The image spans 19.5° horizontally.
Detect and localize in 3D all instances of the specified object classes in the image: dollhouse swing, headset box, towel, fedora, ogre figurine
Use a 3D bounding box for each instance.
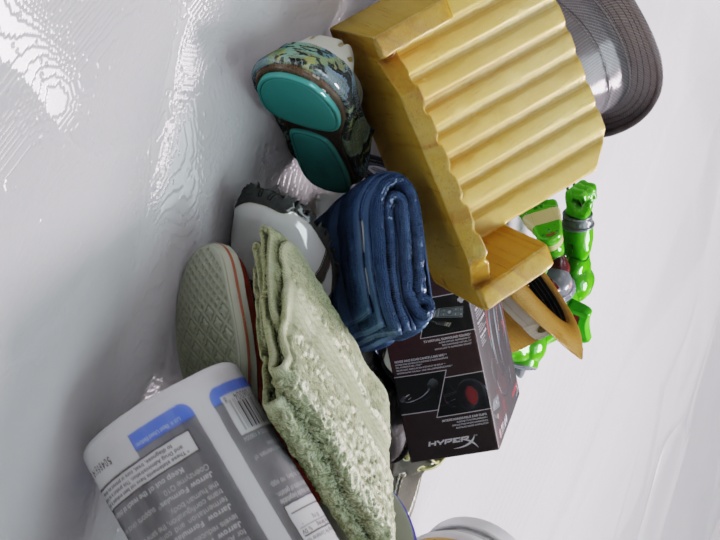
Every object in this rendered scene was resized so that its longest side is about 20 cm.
[{"bbox_3d":[0.102,-0.110,1.463,0.201,0.175,0.182,67,-10,-14],"label":"dollhouse swing"},{"bbox_3d":[0.064,0.029,1.639,0.149,0.074,0.202,-51,130,-73],"label":"headset box"},{"bbox_3d":[-0.021,0.081,1.343,0.149,0.036,0.201,-95,164,-45],"label":"towel"},{"bbox_3d":[0.132,-0.162,1.645,0.090,0.199,0.178,-40,115,-27],"label":"fedora"},{"bbox_3d":[0.111,0.018,1.811,0.082,0.201,0.200,-38,164,11],"label":"fedora"},{"bbox_3d":[0.175,0.018,2.024,0.201,0.097,0.121,-70,152,-42],"label":"ogre figurine"},{"bbox_3d":[0.000,0.000,1.453,0.200,0.048,0.113,148,-64,-75],"label":"towel"}]

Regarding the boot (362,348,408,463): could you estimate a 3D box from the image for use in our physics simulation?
[{"bbox_3d":[-0.032,0.129,1.607,0.175,0.069,0.201,-58,145,-35],"label":"boot"}]

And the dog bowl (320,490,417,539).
[{"bbox_3d":[-0.054,0.219,1.411,0.201,0.198,0.079,-58,154,-35],"label":"dog bowl"}]

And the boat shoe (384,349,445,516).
[{"bbox_3d":[0.047,0.139,1.827,0.072,0.060,0.204,-38,141,-58],"label":"boat shoe"}]

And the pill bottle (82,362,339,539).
[{"bbox_3d":[-0.075,0.169,1.283,0.113,0.201,0.114,-30,173,-4],"label":"pill bottle"}]

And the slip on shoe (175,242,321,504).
[{"bbox_3d":[-0.071,0.077,1.367,0.061,0.074,0.202,-24,104,-38],"label":"slip on shoe"}]

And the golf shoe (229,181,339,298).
[{"bbox_3d":[-0.065,0.036,1.413,0.095,0.077,0.201,-53,152,-42],"label":"golf shoe"}]

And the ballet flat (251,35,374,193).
[{"bbox_3d":[-0.028,-0.119,1.403,0.200,0.074,0.075,77,34,-71],"label":"ballet flat"}]

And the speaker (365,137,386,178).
[{"bbox_3d":[0.056,-0.161,1.569,0.202,0.081,0.081,-68,160,-11],"label":"speaker"}]

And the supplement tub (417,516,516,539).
[{"bbox_3d":[0.071,0.330,1.926,0.200,0.144,0.146,-45,147,-53],"label":"supplement tub"}]
